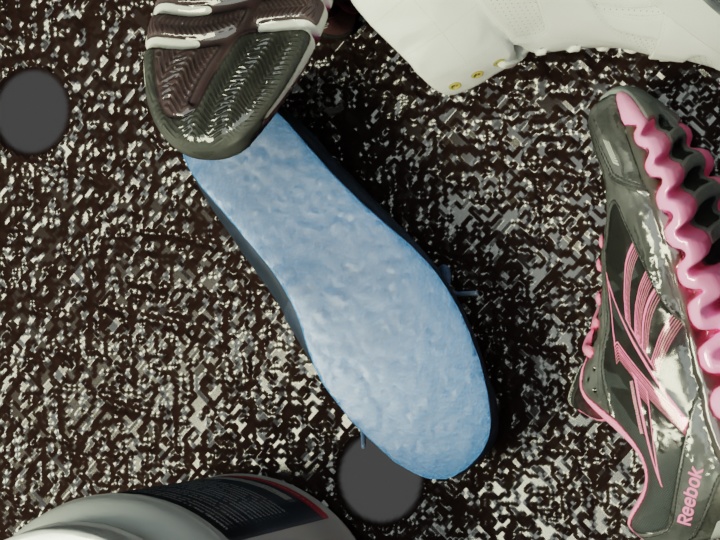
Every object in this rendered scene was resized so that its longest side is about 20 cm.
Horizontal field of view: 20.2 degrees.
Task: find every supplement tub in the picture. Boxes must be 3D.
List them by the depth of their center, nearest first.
[{"bbox_3d":[-0.081,0.161,0.847,0.139,0.200,0.142,-1,88,19],"label":"supplement tub"}]

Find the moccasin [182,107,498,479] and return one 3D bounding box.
[{"bbox_3d":[0.000,0.000,0.896,0.080,0.068,0.201,-33,79,7],"label":"moccasin"}]

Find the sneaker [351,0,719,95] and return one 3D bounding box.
[{"bbox_3d":[0.087,-0.114,0.844,0.115,0.199,0.074,-40,37,42],"label":"sneaker"}]

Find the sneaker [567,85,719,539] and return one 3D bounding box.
[{"bbox_3d":[0.122,0.024,0.855,0.095,0.079,0.202,-21,80,29],"label":"sneaker"}]

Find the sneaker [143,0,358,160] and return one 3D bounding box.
[{"bbox_3d":[-0.029,-0.114,0.875,0.075,0.116,0.202,3,62,20],"label":"sneaker"}]
